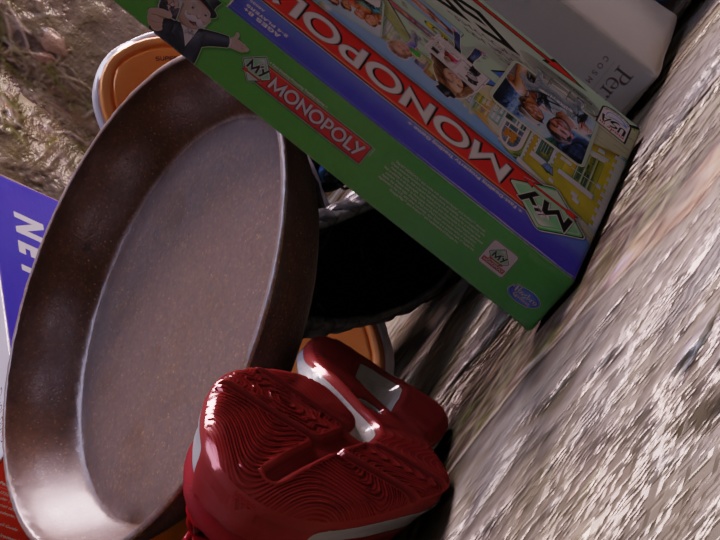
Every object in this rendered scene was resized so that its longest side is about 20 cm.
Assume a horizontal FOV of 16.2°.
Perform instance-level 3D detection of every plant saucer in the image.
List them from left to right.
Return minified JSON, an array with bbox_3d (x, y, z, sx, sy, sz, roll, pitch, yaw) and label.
[{"bbox_3d":[-0.073,0.016,0.951,0.200,0.034,0.201,-35,44,43],"label":"plant saucer"}]

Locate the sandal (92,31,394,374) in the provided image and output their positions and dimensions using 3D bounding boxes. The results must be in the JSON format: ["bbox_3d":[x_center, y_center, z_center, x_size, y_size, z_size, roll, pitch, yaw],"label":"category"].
[{"bbox_3d":[-0.048,-0.029,1.113,0.079,0.207,0.059,-32,-16,-4],"label":"sandal"}]

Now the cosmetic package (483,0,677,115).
[{"bbox_3d":[0.020,-0.114,1.056,0.113,0.200,0.081,-53,2,26],"label":"cosmetic package"}]

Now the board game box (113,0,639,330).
[{"bbox_3d":[0.004,-0.078,0.897,0.029,0.200,0.135,-49,5,29],"label":"board game box"}]

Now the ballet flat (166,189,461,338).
[{"bbox_3d":[0.000,0.000,1.055,0.200,0.057,0.067,-19,-66,-46],"label":"ballet flat"}]

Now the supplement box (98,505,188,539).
[{"bbox_3d":[-0.090,0.129,1.071,0.126,0.073,0.200,-53,3,-29],"label":"supplement box"}]

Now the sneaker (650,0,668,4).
[{"bbox_3d":[0.067,-0.139,1.117,0.199,0.083,0.071,-19,14,24],"label":"sneaker"}]

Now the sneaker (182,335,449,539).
[{"bbox_3d":[-0.029,0.093,0.809,0.116,0.078,0.200,-60,-10,10],"label":"sneaker"}]

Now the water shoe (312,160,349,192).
[{"bbox_3d":[-0.007,-0.073,1.220,0.200,0.071,0.079,-111,21,-72],"label":"water shoe"}]

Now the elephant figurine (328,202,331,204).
[{"bbox_3d":[-0.084,0.049,1.207,0.155,0.141,0.200,-154,84,-81],"label":"elephant figurine"}]

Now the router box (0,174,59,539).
[{"bbox_3d":[-0.190,0.081,1.156,0.180,0.049,0.200,-52,31,23],"label":"router box"}]
